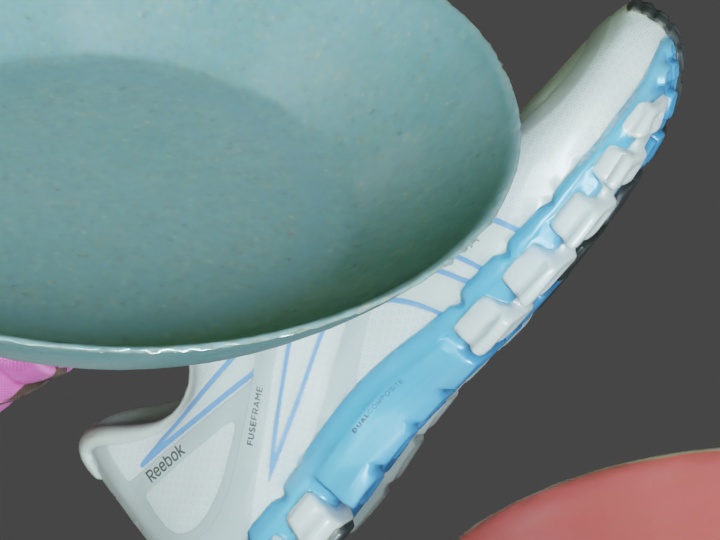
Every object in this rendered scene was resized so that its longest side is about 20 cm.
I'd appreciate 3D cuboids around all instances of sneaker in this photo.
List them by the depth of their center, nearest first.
[{"bbox_3d":[0.000,0.000,0.756,0.087,0.075,0.200,42,102,6],"label":"sneaker"}]

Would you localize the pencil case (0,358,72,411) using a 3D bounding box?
[{"bbox_3d":[-0.175,0.029,0.780,0.199,0.091,0.094,-27,65,10],"label":"pencil case"}]

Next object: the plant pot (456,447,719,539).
[{"bbox_3d":[0.089,0.152,0.693,0.200,0.201,0.178,-20,55,11],"label":"plant pot"}]

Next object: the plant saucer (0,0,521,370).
[{"bbox_3d":[-0.063,-0.029,0.709,0.200,0.201,0.039,11,125,6],"label":"plant saucer"}]
